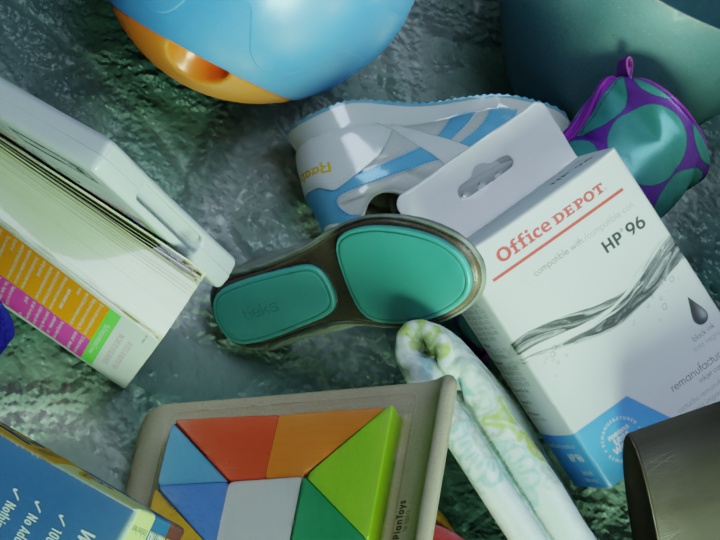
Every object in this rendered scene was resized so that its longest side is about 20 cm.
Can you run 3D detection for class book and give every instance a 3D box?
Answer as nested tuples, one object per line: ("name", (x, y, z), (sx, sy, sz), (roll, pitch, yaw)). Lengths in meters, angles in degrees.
("book", (-0.192, -0.017, 1.476), (0.200, 0.134, 0.048), (35, 65, -4))

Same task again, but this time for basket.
("basket", (0.252, 0.129, 1.478), (0.199, 0.136, 0.181), (-10, 90, -2))

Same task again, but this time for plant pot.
("plant pot", (0.169, -0.157, 1.758), (0.199, 0.135, 0.200), (24, 30, -14))

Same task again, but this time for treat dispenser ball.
("treat dispenser ball", (-0.060, -0.201, 1.632), (0.200, 0.201, 0.202), (15, 52, -20))

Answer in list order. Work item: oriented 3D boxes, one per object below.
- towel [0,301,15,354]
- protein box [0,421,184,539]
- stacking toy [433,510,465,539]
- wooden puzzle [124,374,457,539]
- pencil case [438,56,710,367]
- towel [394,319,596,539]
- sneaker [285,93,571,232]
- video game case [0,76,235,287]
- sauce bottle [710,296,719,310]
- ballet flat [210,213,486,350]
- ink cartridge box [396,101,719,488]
("towel", (-0.285, 0.037, 1.406), (0.148, 0.050, 0.200), (39, 48, 2))
("protein box", (-0.223, 0.153, 1.252), (0.199, 0.135, 0.199), (28, 84, 9))
("stacking toy", (0.019, 0.169, 1.486), (0.146, 0.146, 0.200), (8, 38, -24))
("wooden puzzle", (-0.052, 0.136, 1.418), (0.037, 0.199, 0.186), (56, 34, -43))
("pencil case", (0.115, -0.033, 1.638), (0.200, 0.085, 0.093), (-40, 99, -15))
("towel", (0.094, 0.124, 1.521), (0.048, 0.171, 0.200), (-33, 74, 0))
("sneaker", (0.049, -0.062, 1.689), (0.199, 0.076, 0.081), (-6, 76, -29))
("video game case", (-0.177, -0.071, 1.464), (0.200, 0.182, 0.022), (29, 82, 26))
("sauce bottle", (0.182, 0.018, 1.705), (0.065, 0.065, 0.200), (-27, 75, -39))
("ballet flat", (0.000, 0.000, 1.538), (0.064, 0.199, 0.068), (-32, 105, -49))
("ink cartridge box", (0.123, 0.011, 1.554), (0.116, 0.068, 0.200), (-35, 95, -12))
